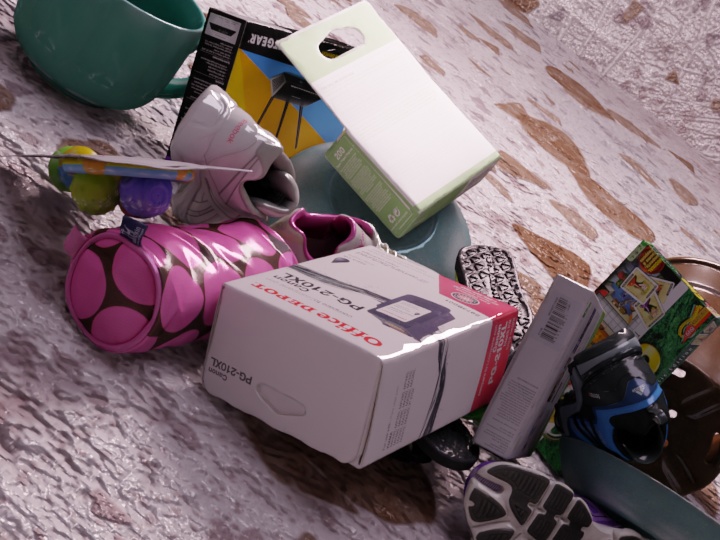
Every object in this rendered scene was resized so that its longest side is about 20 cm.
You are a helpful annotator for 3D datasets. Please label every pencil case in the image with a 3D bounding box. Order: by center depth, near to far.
[{"bbox_3d":[-0.127,0.002,1.052,0.094,0.091,0.200,39,18,19],"label":"pencil case"}]

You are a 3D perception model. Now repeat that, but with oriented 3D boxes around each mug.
[{"bbox_3d":[-0.218,-0.206,1.293,0.185,0.115,0.152,38,20,-1],"label":"mug"}]

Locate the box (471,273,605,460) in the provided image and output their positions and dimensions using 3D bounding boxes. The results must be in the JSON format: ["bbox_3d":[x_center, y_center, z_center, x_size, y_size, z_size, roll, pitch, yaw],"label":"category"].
[{"bbox_3d":[0.148,0.083,1.174,0.036,0.145,0.200,28,-1,15],"label":"box"}]

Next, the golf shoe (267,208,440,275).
[{"bbox_3d":[0.000,0.000,1.207,0.199,0.092,0.076,10,52,-30],"label":"golf shoe"}]

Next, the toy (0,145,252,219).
[{"bbox_3d":[-0.176,-0.062,1.052,0.115,0.048,0.200,1,8,-33],"label":"toy"}]

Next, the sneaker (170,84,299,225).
[{"bbox_3d":[-0.096,-0.064,1.161,0.099,0.078,0.200,33,-15,9],"label":"sneaker"}]

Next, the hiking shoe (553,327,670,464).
[{"bbox_3d":[0.205,0.126,1.169,0.087,0.074,0.200,62,-4,25],"label":"hiking shoe"}]

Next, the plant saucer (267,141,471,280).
[{"bbox_3d":[0.015,-0.052,1.327,0.200,0.039,0.202,11,51,-15],"label":"plant saucer"}]

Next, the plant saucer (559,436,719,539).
[{"bbox_3d":[0.241,0.209,1.199,0.199,0.036,0.200,34,-9,6],"label":"plant saucer"}]

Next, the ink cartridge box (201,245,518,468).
[{"bbox_3d":[0.003,0.056,1.061,0.144,0.085,0.200,23,21,28],"label":"ink cartridge box"}]

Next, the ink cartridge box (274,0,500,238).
[{"bbox_3d":[0.019,-0.141,1.323,0.200,0.048,0.145,48,44,7],"label":"ink cartridge box"}]

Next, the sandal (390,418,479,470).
[{"bbox_3d":[0.035,0.114,1.151,0.075,0.048,0.200,24,12,-29],"label":"sandal"}]

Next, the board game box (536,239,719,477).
[{"bbox_3d":[0.219,0.079,1.294,0.023,0.200,0.105,21,25,-54],"label":"board game box"}]

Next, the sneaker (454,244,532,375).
[{"bbox_3d":[0.108,0.054,1.234,0.071,0.083,0.200,8,28,4],"label":"sneaker"}]

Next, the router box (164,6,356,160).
[{"bbox_3d":[-0.084,-0.152,1.345,0.051,0.150,0.200,24,13,30],"label":"router box"}]

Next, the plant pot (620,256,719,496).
[{"bbox_3d":[0.297,0.113,1.395,0.200,0.201,0.198,40,29,6],"label":"plant pot"}]

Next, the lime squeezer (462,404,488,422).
[{"bbox_3d":[0.098,0.100,1.252,0.071,0.038,0.200,65,16,17],"label":"lime squeezer"}]

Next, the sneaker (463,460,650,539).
[{"bbox_3d":[0.143,0.199,1.129,0.200,0.081,0.083,34,3,-37],"label":"sneaker"}]
